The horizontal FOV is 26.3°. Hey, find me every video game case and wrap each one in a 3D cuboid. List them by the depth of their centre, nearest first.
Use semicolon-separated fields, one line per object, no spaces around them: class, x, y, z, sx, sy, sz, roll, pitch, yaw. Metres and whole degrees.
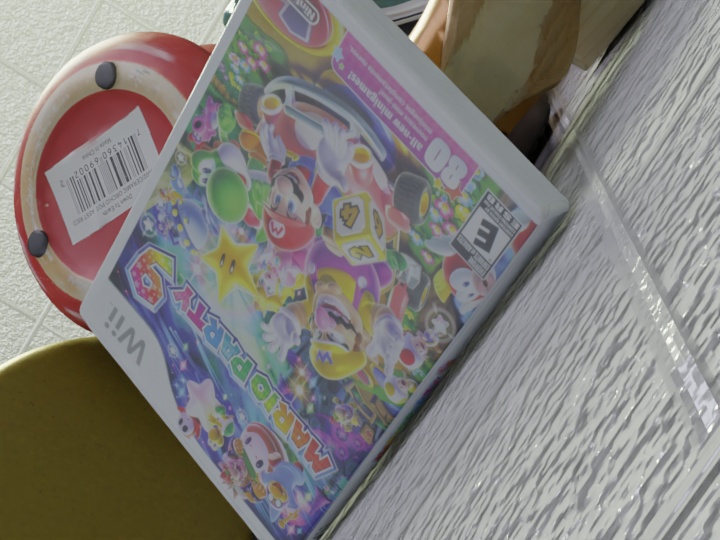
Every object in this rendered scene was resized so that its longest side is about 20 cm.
video game case;-0.025;-0.002;0.573;0.018;0.143;0.200;-20;-29;-48

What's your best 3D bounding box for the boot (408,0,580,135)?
boot;0.006;-0.064;0.632;0.144;0.071;0.201;-7;59;46

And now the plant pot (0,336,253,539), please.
plant pot;-0.166;0.156;0.894;0.200;0.195;0.194;-51;-3;-44

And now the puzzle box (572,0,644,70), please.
puzzle box;0.150;-0.191;0.659;0.200;0.025;0.133;-60;3;-30

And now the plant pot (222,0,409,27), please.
plant pot;0.022;-0.185;1.092;0.200;0.196;0.200;-58;2;3

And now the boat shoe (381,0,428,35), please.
boat shoe;0.038;-0.095;0.766;0.200;0.071;0.072;-18;-34;-33

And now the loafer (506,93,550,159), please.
loafer;0.008;-0.009;0.700;0.200;0.071;0.073;-58;3;-6

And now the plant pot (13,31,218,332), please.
plant pot;-0.093;-0.041;0.935;0.182;0.200;0.201;0;-54;-59
